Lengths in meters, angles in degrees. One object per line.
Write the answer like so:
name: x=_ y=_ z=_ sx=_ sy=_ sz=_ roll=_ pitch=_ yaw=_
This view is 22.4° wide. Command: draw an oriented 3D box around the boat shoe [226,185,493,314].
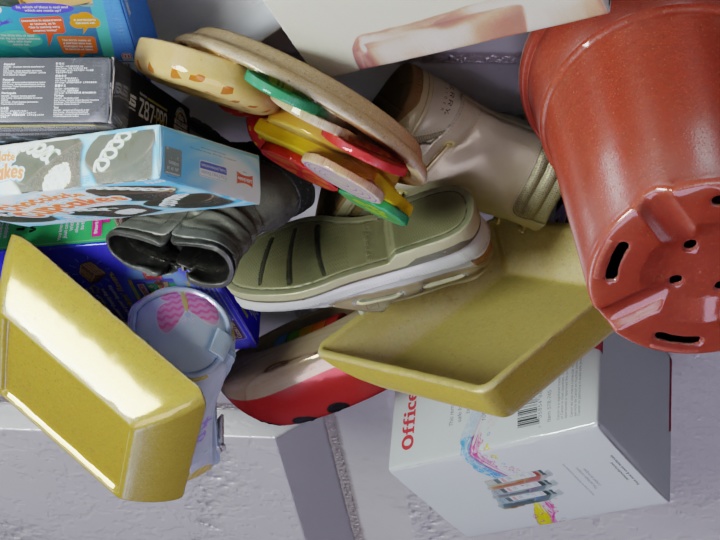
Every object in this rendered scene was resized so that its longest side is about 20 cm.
boat shoe: x=0.000 y=0.000 z=1.314 sx=0.198 sy=0.075 sz=0.069 roll=-12 pitch=139 yaw=20

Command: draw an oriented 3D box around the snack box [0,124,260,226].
snack box: x=-0.179 y=-0.060 z=1.204 sx=0.198 sy=0.038 sz=0.116 roll=-4 pitch=172 yaw=30

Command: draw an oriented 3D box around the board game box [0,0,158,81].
board game box: x=-0.222 y=-0.197 z=1.160 sx=0.150 sy=0.045 sz=0.201 roll=2 pitch=147 yaw=7

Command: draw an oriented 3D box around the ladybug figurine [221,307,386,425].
ladybug figurine: x=-0.030 y=0.077 z=1.508 sx=0.198 sy=0.136 sz=0.073 roll=-21 pitch=100 yaw=30

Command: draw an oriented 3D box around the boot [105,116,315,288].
boot: x=-0.142 y=-0.052 z=1.301 sx=0.198 sy=0.131 sz=0.068 roll=13 pitch=127 yaw=33

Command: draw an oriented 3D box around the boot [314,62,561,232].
boot: x=0.060 y=-0.062 z=1.349 sx=0.154 sy=0.073 sz=0.200 roll=18 pitch=141 yaw=-18

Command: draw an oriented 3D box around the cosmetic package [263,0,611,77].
cosmetic package: x=0.049 y=-0.198 z=1.118 sx=0.198 sy=0.104 sz=0.087 roll=-9 pitch=143 yaw=24

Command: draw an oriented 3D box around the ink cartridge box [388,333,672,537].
ink cartridge box: x=0.144 y=0.119 z=1.532 sx=0.198 sy=0.147 sz=0.145 roll=-14 pitch=142 yaw=29

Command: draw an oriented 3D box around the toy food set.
toy food set: x=-0.043 y=-0.098 z=1.198 sx=0.197 sy=0.049 sz=0.200 roll=26 pitch=174 yaw=24

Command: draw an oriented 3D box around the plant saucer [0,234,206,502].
plant saucer: x=-0.218 y=0.092 z=1.417 sx=0.199 sy=0.048 sz=0.201 roll=40 pitch=150 yaw=11

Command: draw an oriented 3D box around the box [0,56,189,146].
box: x=-0.231 y=-0.103 z=1.219 sx=0.197 sy=0.050 sz=0.161 roll=1 pitch=175 yaw=13

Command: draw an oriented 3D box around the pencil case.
pencil case: x=-0.149 y=0.096 z=1.468 sx=0.090 sy=0.083 sz=0.201 roll=32 pitch=149 yaw=13

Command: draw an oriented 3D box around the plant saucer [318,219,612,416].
plant saucer: x=0.100 y=0.037 z=1.307 sx=0.199 sy=0.199 sz=0.049 roll=8 pitch=128 yaw=54

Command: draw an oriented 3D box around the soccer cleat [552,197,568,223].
soccer cleat: x=0.161 y=-0.003 z=1.413 sx=0.068 sy=0.074 sz=0.200 roll=21 pitch=144 yaw=-20

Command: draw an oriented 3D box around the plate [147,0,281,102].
plate: x=-0.166 y=-0.194 z=1.225 sx=0.199 sy=0.033 sz=0.199 roll=30 pitch=139 yaw=-30

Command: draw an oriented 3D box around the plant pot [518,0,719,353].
plant pot: x=0.208 y=-0.067 z=1.163 sx=0.198 sy=0.197 sz=0.202 roll=-1 pitch=135 yaw=-1

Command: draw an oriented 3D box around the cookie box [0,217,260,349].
cookie box: x=-0.197 y=-0.003 z=1.473 sx=0.198 sy=0.076 sz=0.172 roll=-4 pitch=146 yaw=15
